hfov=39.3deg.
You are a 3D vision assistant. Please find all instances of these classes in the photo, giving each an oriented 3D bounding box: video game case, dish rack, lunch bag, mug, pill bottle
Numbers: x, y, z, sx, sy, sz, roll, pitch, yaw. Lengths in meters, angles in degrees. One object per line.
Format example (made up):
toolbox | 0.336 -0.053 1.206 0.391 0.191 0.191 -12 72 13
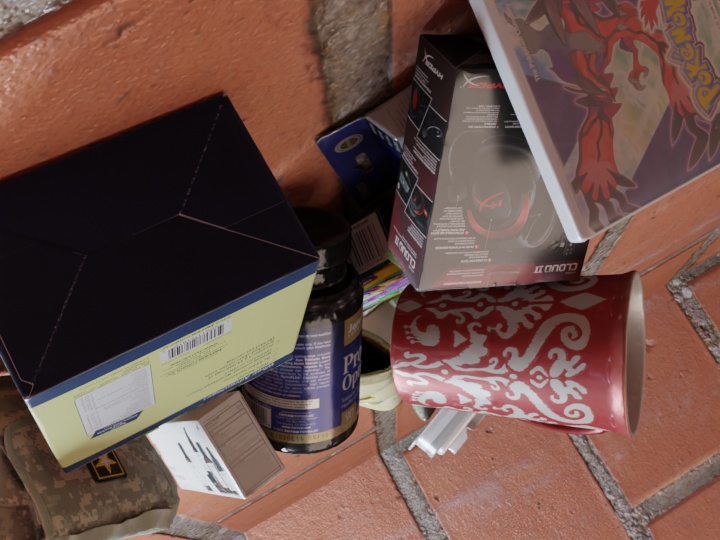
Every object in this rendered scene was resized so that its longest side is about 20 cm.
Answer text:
video game case | 0.184 -0.149 0.707 0.181 0.202 0.023 -27 -171 -17
dish rack | 0.136 0.107 1.032 0.201 0.043 0.171 -53 170 15
lunch bag | -0.259 0.161 0.807 0.164 0.198 0.119 6 102 -65
mug | 0.138 0.086 0.867 0.198 0.179 0.134 1 -156 22
pill bottle | -0.053 0.052 0.896 0.111 0.111 0.202 -19 125 -35

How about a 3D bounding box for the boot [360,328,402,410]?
boot | -0.048 0.105 1.155 0.198 0.074 0.156 12 162 10

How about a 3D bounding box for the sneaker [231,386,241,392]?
sneaker | -0.126 0.132 1.069 0.078 0.091 0.200 -35 -160 -3

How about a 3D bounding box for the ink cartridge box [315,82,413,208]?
ink cartridge box | 0.073 -0.119 0.875 0.199 0.041 0.200 -32 165 4

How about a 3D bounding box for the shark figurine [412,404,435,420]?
shark figurine | 0.115 0.051 1.053 0.216 0.089 0.128 -59 -157 3

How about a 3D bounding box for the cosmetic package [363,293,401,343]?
cosmetic package | 0.067 0.038 1.219 0.150 0.052 0.200 -35 178 -27

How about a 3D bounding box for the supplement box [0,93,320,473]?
supplement box | -0.152 0.017 0.699 0.199 0.135 0.200 -25 163 -19

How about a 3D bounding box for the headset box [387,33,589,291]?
headset box | 0.108 -0.073 0.779 0.147 0.075 0.202 -4 122 -19

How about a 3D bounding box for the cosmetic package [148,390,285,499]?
cosmetic package | -0.144 0.163 0.944 0.050 0.083 0.200 -31 -175 -27

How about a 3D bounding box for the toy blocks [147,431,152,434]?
toy blocks | -0.192 0.097 0.978 0.199 0.101 0.137 -29 175 11

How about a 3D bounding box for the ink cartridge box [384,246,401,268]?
ink cartridge box | 0.117 -0.085 0.888 0.145 0.048 0.201 0 122 -56

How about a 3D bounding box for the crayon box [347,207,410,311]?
crayon box | 0.000 0.000 1.021 0.199 0.059 0.172 -28 170 33
